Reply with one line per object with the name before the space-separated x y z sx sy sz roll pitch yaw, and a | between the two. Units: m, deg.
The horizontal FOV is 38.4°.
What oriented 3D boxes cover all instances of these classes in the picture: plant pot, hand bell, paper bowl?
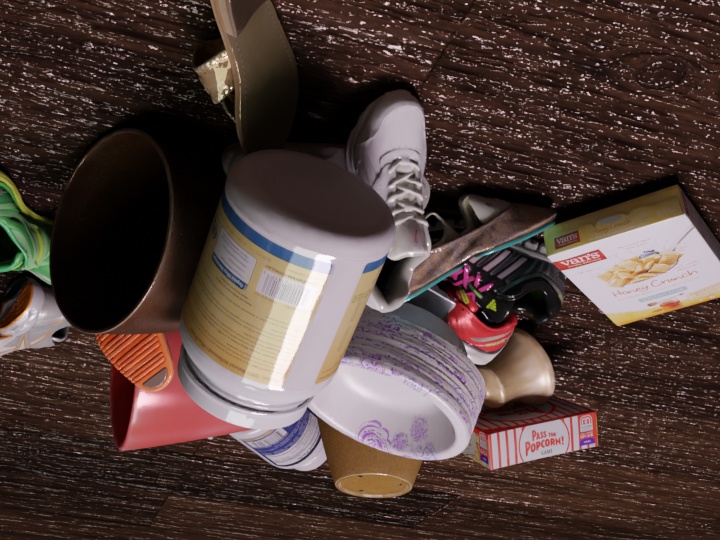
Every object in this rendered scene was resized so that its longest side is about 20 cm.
plant pot | 0.020 0.167 1.265 0.185 0.201 0.187 2 150 1
plant pot | -0.163 -0.017 0.998 0.186 0.188 0.199 -22 155 37
hand bell | 0.126 0.153 1.229 0.199 0.105 0.104 -24 165 -31
plant pot | -0.190 0.110 1.210 0.176 0.202 0.201 5 152 -21
paper bowl | 0.036 0.109 1.101 0.199 0.105 0.201 18 147 12

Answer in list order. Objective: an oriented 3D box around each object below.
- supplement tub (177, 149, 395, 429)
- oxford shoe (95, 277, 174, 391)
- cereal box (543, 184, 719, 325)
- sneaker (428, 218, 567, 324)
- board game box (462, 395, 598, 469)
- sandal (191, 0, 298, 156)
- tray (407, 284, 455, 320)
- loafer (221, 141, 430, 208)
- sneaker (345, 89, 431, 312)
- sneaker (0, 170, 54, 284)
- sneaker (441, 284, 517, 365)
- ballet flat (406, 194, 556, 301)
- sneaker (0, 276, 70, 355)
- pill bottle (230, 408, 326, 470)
supplement tub | -0.068 0.017 0.865 0.144 0.145 0.201 14 119 -19
oxford shoe | -0.243 0.033 1.077 0.071 0.201 0.073 -33 169 13
cereal box | 0.295 -0.010 1.075 0.143 0.040 0.200 -19 148 28
sneaker | 0.131 0.007 1.084 0.198 0.088 0.074 12 150 -16
board game box | 0.182 0.193 1.313 0.150 0.047 0.200 -8 -172 -21
sandal | -0.102 -0.176 0.823 0.069 0.078 0.212 28 150 21
tray | 0.000 0.000 1.091 0.199 0.022 0.107 30 148 -4
loafer | -0.031 -0.092 0.958 0.198 0.063 0.072 6 112 -26
sneaker | 0.034 -0.054 0.906 0.077 0.099 0.202 -7 118 -26
sneaker | -0.359 -0.028 1.068 0.073 0.084 0.200 -8 150 17
sneaker | 0.092 0.040 1.185 0.199 0.077 0.085 17 128 -26
ballet flat | 0.098 -0.035 1.016 0.199 0.068 0.068 -27 -175 -9
sneaker | -0.416 0.077 1.274 0.092 0.076 0.199 20 148 -37
pill bottle | -0.113 0.210 1.443 0.110 0.112 0.200 -9 149 20
